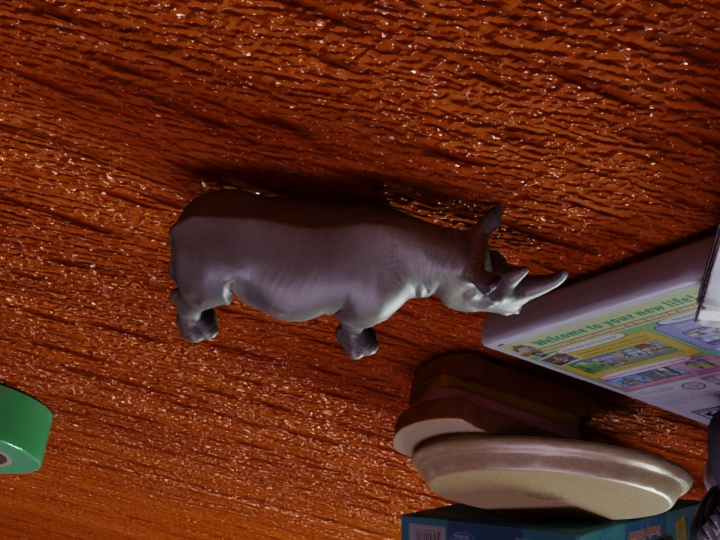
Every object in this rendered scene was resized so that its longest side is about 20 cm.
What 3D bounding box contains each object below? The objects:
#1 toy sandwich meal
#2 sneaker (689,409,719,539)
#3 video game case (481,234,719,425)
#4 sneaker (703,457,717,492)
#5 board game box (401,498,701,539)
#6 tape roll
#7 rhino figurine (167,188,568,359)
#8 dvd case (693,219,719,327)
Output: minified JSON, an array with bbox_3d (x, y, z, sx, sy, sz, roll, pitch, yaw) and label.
[{"bbox_3d":[0.119,0.114,0.898,0.203,0.071,0.205,6,161,2],"label":"toy sandwich meal"},{"bbox_3d":[0.235,0.153,0.827,0.080,0.074,0.201,9,141,38],"label":"sneaker"},{"bbox_3d":[0.193,0.038,0.721,0.181,0.022,0.200,20,158,-25],"label":"video game case"},{"bbox_3d":[0.326,0.143,0.891,0.199,0.083,0.075,13,-157,27],"label":"sneaker"},{"bbox_3d":[0.150,0.201,1.022,0.150,0.047,0.199,-2,178,40],"label":"board game box"},{"bbox_3d":[-0.372,0.129,1.184,0.198,0.049,0.201,9,160,3],"label":"tape roll"},{"bbox_3d":[0.000,0.000,0.653,0.198,0.060,0.088,3,148,9],"label":"rhino figurine"},{"bbox_3d":[0.217,-0.020,0.529,0.147,0.016,0.200,3,154,7],"label":"dvd case"}]
